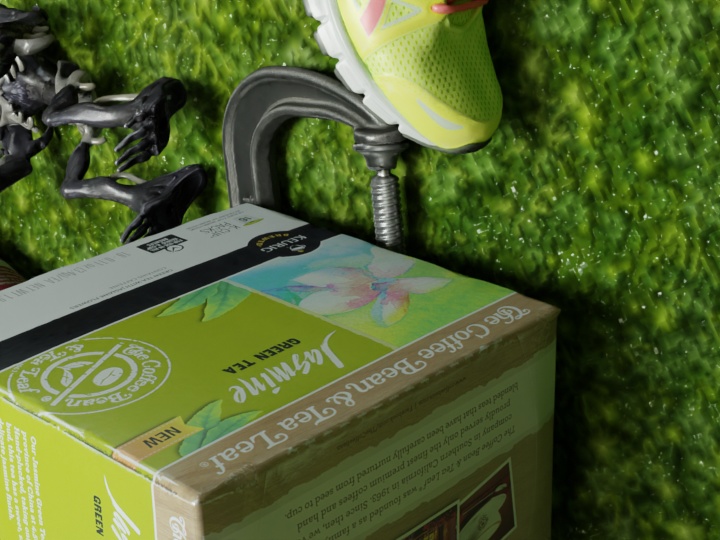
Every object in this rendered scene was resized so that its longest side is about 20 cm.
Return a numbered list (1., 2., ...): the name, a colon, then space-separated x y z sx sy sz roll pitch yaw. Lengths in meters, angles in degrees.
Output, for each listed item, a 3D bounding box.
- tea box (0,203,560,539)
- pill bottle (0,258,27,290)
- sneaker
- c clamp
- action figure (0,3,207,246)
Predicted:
1. tea box: -0.052 0.078 0.618 0.197 0.200 0.134 20 121 39
2. pill bottle: -0.207 0.063 0.843 0.200 0.109 0.110 36 126 26
3. sneaker: 0.024 -0.145 0.590 0.090 0.078 0.200 -15 97 36
4. c clamp: 0.000 0.000 0.701 0.171 0.027 0.200 4 110 46
5. action figure: -0.180 -0.082 0.774 0.200 0.102 0.119 24 132 31
